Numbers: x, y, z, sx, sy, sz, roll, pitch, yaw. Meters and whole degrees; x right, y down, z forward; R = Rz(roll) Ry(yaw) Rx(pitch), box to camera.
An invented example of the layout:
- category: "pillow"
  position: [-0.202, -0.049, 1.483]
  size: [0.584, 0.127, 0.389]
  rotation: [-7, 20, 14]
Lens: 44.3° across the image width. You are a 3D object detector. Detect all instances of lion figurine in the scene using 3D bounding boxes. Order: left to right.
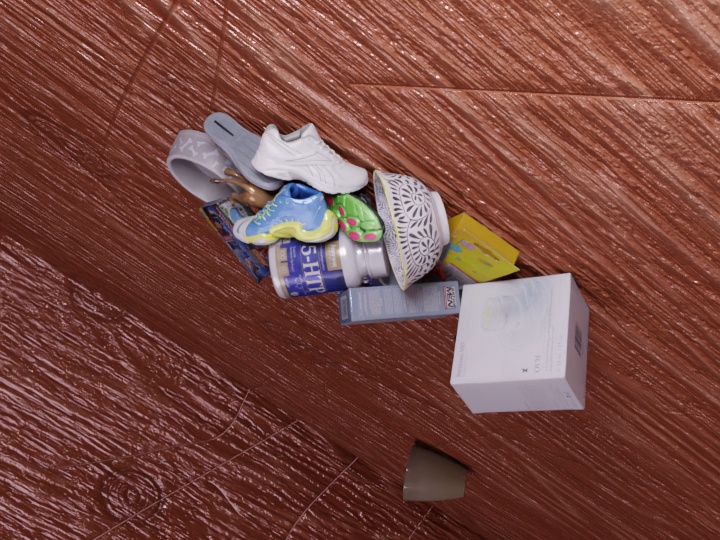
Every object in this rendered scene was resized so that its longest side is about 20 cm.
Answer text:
- category: "lion figurine"
  position: [-0.164, -0.122, 1.587]
  size: [0.199, 0.073, 0.122]
  rotation: [16, -175, -42]

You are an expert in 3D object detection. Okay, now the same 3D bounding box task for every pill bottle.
- category: "pill bottle"
  position: [-0.053, -0.020, 1.571]
  size: [0.199, 0.120, 0.120]
  rotation: [-8, 150, 9]

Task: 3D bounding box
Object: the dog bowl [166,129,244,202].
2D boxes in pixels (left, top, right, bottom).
- category: "dog bowl"
  position: [-0.296, -0.193, 1.757]
  size: [0.199, 0.059, 0.200]
  rotation: [24, 159, 10]

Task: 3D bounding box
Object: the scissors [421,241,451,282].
- category: "scissors"
  position: [0.142, -0.012, 1.552]
  size: [0.073, 0.014, 0.200]
  rotation: [33, 157, -10]

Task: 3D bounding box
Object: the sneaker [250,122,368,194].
- category: "sneaker"
  position: [-0.075, -0.190, 1.465]
  size: [0.199, 0.100, 0.078]
  rotation: [12, -159, -16]

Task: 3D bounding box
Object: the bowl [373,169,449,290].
- category: "bowl"
  position: [0.089, -0.076, 1.442]
  size: [0.094, 0.202, 0.201]
  rotation: [-14, 156, -4]

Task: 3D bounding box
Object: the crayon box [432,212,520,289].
- category: "crayon box"
  position: [0.185, -0.033, 1.532]
  size: [0.127, 0.051, 0.200]
  rotation: [34, 159, -15]

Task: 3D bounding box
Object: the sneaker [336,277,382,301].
- category: "sneaker"
  position: [0.000, 0.000, 1.689]
  size: [0.081, 0.146, 0.200]
  rotation: [42, 177, 44]

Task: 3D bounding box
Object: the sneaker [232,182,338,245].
- category: "sneaker"
  position: [-0.135, -0.103, 1.508]
  size: [0.199, 0.076, 0.106]
  rotation: [-1, 121, 21]

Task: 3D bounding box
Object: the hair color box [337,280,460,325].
- category: "hair color box"
  position: [0.067, 0.059, 1.574]
  size: [0.199, 0.061, 0.099]
  rotation: [-3, 173, -14]

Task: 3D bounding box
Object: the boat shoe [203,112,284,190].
- category: "boat shoe"
  position: [-0.198, -0.206, 1.559]
  size: [0.200, 0.072, 0.062]
  rotation: [45, 172, 24]

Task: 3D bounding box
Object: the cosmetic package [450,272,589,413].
- category: "cosmetic package"
  position: [0.274, 0.127, 1.510]
  size: [0.199, 0.200, 0.123]
  rotation: [-9, 142, 28]

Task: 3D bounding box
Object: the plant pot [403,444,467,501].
- category: "plant pot"
  position: [0.259, 0.703, 2.992]
  size: [0.199, 0.188, 0.188]
  rotation: [9, 156, 10]

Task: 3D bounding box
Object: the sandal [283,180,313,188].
- category: "sandal"
  position: [-0.109, -0.163, 1.612]
  size: [0.076, 0.043, 0.200]
  rotation: [16, 155, 31]

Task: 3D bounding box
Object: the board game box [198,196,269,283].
- category: "board game box"
  position: [-0.211, -0.067, 1.729]
  size: [0.200, 0.062, 0.200]
  rotation: [52, 160, -16]

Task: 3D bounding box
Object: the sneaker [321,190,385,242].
- category: "sneaker"
  position: [-0.008, -0.110, 1.521]
  size: [0.200, 0.083, 0.077]
  rotation: [41, 137, 52]

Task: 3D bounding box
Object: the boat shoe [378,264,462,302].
- category: "boat shoe"
  position: [0.111, 0.024, 1.688]
  size: [0.198, 0.074, 0.068]
  rotation: [9, 168, -27]

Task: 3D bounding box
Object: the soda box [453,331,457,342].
- category: "soda box"
  position: [0.297, 0.154, 1.806]
  size: [0.199, 0.064, 0.071]
  rotation: [15, 156, 33]
